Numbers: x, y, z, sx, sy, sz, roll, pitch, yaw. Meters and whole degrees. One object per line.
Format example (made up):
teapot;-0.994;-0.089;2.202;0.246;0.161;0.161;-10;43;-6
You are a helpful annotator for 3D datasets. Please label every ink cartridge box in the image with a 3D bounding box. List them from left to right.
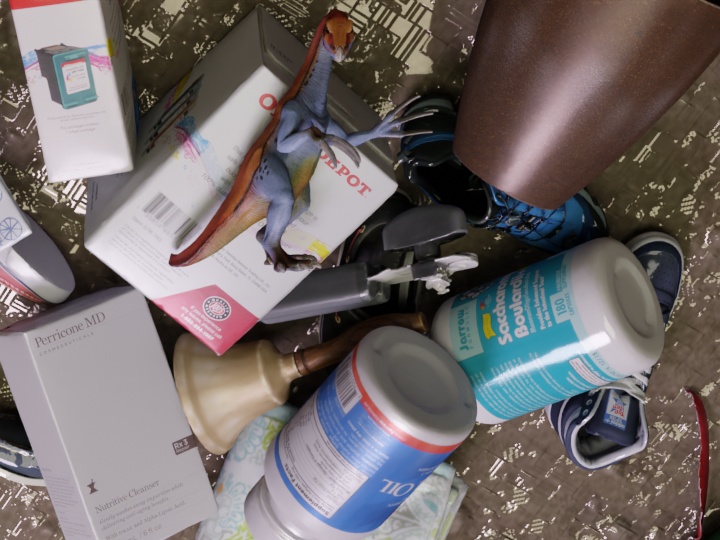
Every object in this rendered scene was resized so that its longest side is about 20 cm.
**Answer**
ink cartridge box;-0.215;-0.181;1.532;0.067;0.116;0.200;-8;116;1
ink cartridge box;-0.092;-0.072;1.579;0.200;0.145;0.145;-42;112;16

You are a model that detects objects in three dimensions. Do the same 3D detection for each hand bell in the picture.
hand bell;-0.039;0.071;1.660;0.200;0.104;0.104;-19;117;16

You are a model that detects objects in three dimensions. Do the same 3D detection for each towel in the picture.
towel;-0.028;0.214;1.733;0.200;0.048;0.171;21;87;-1

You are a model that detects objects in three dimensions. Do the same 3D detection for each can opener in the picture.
can opener;0.000;0.000;1.621;0.200;0.053;0.067;-16;77;22

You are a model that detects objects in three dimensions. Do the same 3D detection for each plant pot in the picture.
plant pot;0.157;-0.152;1.527;0.187;0.187;0.200;25;109;-15

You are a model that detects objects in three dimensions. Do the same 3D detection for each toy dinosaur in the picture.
toy dinosaur;-0.052;-0.091;1.450;0.200;0.105;0.182;-1;95;9

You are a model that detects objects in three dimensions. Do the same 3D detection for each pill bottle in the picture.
pill bottle;-0.006;0.145;1.624;0.112;0.112;0.200;29;126;-17
pill bottle;0.133;0.056;1.647;0.200;0.111;0.111;-24;117;28

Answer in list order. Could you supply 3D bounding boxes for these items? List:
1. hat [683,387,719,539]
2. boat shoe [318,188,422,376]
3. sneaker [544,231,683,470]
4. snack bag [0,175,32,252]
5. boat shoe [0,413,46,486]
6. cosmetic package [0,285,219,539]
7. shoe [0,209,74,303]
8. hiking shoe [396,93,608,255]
hat;0.333;0.233;1.836;0.165;0.176;0.200;8;153;-10
boat shoe;0.009;0.032;1.687;0.074;0.063;0.202;5;118;-9
sneaker;0.218;0.072;1.695;0.070;0.109;0.200;19;114;-14
snack bag;-0.365;-0.074;1.566;0.188;0.021;0.200;-27;89;20
boat shoe;-0.243;0.150;1.719;0.200;0.075;0.062;23;114;-16
cosmetic package;-0.205;0.122;1.653;0.113;0.081;0.200;-25;102;-28
shoe;-0.327;-0.025;1.631;0.200;0.071;0.091;42;108;-16
hiking shoe;0.109;-0.053;1.629;0.200;0.087;0.074;30;127;-14
